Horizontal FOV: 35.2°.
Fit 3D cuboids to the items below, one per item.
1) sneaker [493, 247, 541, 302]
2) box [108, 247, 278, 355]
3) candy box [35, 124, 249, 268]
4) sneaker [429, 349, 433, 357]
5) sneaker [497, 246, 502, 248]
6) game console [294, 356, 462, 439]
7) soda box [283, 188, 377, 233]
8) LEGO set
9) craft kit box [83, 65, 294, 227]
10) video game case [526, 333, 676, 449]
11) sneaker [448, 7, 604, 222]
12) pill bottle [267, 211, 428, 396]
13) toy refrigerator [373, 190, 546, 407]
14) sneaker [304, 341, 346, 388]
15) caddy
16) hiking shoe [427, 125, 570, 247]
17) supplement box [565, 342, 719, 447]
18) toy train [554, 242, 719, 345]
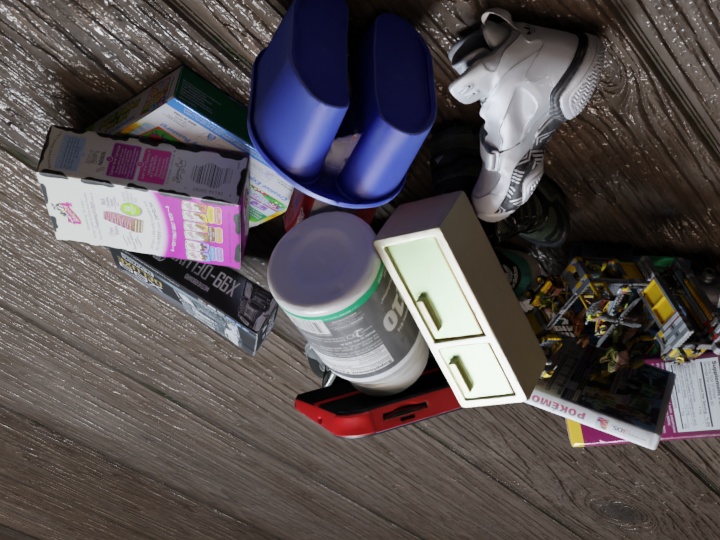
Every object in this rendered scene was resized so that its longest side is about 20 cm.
[{"bbox_3d":[0.079,-0.006,1.154,0.200,0.071,0.080,5,177,36],"label":"sneaker"},{"bbox_3d":[-0.189,0.014,1.291,0.200,0.050,0.158,33,165,1],"label":"box"},{"bbox_3d":[-0.215,-0.072,1.151,0.200,0.061,0.136,9,152,-2],"label":"candy box"},{"bbox_3d":[0.047,0.129,1.484,0.070,0.100,0.200,17,150,-11],"label":"sneaker"},{"bbox_3d":[0.099,0.037,1.314,0.076,0.092,0.200,29,148,-35],"label":"sneaker"},{"bbox_3d":[0.043,0.136,1.245,0.200,0.031,0.177,-13,-175,-20],"label":"game console"},{"bbox_3d":[-0.017,-0.089,1.095,0.070,0.063,0.200,2,140,-19],"label":"soda box"},{"bbox_3d":[0.262,0.066,1.124,0.200,0.116,0.154,9,133,-37],"label":"LEGO set"},{"bbox_3d":[-0.168,-0.109,1.177,0.197,0.049,0.200,-23,138,40],"label":"craft kit box"},{"bbox_3d":[0.238,0.117,1.209,0.182,0.023,0.200,19,-162,15],"label":"video game case"},{"bbox_3d":[0.118,-0.136,0.990,0.115,0.075,0.200,20,128,-12],"label":"sneaker"},{"bbox_3d":[-0.005,0.040,1.122,0.113,0.113,0.200,-3,148,20],"label":"pill bottle"},{"bbox_3d":[0.095,0.032,1.060,0.076,0.070,0.200,-11,119,36],"label":"toy refrigerator"},{"bbox_3d":[-0.036,0.133,1.500,0.075,0.116,0.200,13,151,-8],"label":"sneaker"},{"bbox_3d":[-0.019,-0.139,0.938,0.141,0.200,0.105,17,133,-17],"label":"caddy"},{"bbox_3d":[0.135,-0.056,1.129,0.200,0.101,0.076,30,145,-34],"label":"hiking shoe"},{"bbox_3d":[0.356,0.141,1.368,0.200,0.103,0.131,-10,-176,29],"label":"supplement box"},{"bbox_3d":[0.316,0.031,1.259,0.200,0.087,0.114,5,145,6],"label":"toy train"}]
